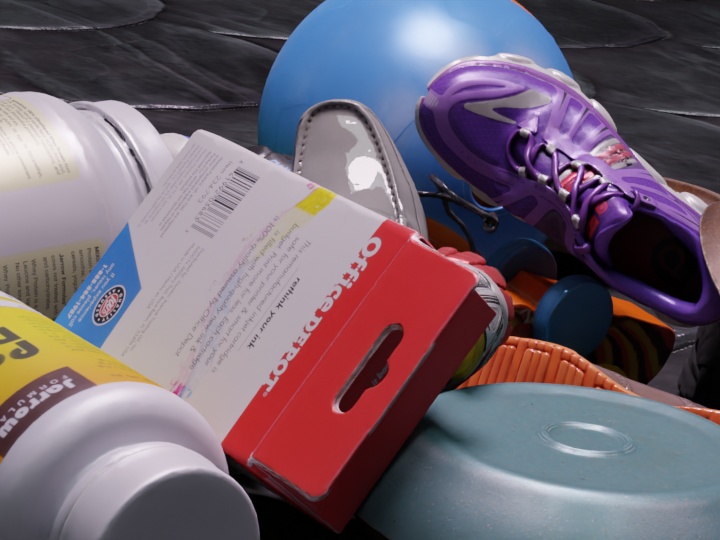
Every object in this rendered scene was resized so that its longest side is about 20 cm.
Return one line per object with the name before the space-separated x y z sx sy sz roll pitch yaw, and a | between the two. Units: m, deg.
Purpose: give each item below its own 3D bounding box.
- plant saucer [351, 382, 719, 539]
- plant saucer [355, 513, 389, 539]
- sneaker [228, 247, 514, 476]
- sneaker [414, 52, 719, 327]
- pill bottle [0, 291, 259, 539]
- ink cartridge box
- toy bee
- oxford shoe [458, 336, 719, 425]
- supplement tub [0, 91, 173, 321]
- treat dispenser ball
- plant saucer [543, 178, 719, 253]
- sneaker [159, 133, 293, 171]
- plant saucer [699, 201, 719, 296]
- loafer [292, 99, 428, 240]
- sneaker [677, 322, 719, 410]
plant saucer | 0.093 0.085 1.048 0.199 0.036 0.200 7 15 -2
plant saucer | 0.085 0.114 1.099 0.199 0.037 0.200 7 14 -2
sneaker | -0.029 0.045 1.123 0.199 0.078 0.082 -24 7 10
sneaker | 0.117 -0.044 1.295 0.200 0.081 0.083 35 9 5
pill bottle | -0.126 0.082 0.996 0.109 0.110 0.200 -4 18 -37
ink cartridge box | -0.028 0.028 1.040 0.200 0.116 0.067 28 -11 47
toy bee | 0.075 0.035 1.334 0.200 0.109 0.131 31 4 -22
oxford shoe | 0.124 0.084 1.233 0.199 0.072 0.073 20 0 22
supplement tub | -0.194 -0.006 1.179 0.199 0.146 0.145 -13 24 -35
treat dispenser ball | 0.037 -0.083 1.527 0.200 0.202 0.201 7 15 -2
plant saucer | 0.151 -0.041 1.706 0.199 0.037 0.200 5 11 -1
sneaker | -0.063 -0.036 1.304 0.111 0.200 0.077 -37 70 -19
plant saucer | 0.256 0.033 1.294 0.200 0.037 0.201 38 25 -22
loafer | 0.000 0.000 1.227 0.070 0.201 0.070 -15 -25 8
sneaker | 0.211 0.048 1.341 0.076 0.091 0.200 8 16 -5
